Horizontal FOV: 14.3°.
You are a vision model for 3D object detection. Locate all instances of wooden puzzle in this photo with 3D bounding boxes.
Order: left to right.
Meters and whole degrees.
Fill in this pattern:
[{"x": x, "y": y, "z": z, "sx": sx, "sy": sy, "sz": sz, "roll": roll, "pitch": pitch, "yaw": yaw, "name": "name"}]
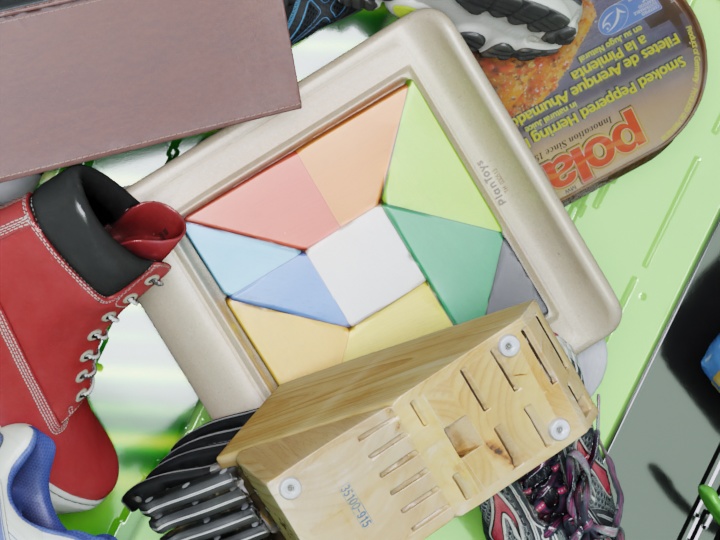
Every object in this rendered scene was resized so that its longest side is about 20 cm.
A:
[{"x": 0.000, "y": 0.000, "z": 1.383, "sx": 0.200, "sy": 0.037, "sz": 0.185, "roll": -31, "pitch": 97, "yaw": 1, "name": "wooden puzzle"}]

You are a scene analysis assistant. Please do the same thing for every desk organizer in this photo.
[{"x": -0.133, "y": -0.094, "z": 1.324, "sx": 0.200, "sy": 0.072, "sz": 0.077, "roll": -15, "pitch": 106, "yaw": -18, "name": "desk organizer"}]

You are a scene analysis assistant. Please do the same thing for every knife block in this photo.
[{"x": -0.009, "y": 0.081, "z": 1.334, "sx": 0.200, "sy": 0.176, "sz": 0.064, "roll": -33, "pitch": 106, "yaw": -8, "name": "knife block"}]

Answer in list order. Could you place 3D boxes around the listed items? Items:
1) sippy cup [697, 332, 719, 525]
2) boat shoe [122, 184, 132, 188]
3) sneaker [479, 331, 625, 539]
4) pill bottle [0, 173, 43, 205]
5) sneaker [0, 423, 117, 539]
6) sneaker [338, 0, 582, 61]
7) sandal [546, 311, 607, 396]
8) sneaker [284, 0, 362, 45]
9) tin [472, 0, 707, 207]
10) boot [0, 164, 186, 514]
[{"x": 0.247, "y": 0.054, "z": 1.440, "sx": 0.130, "sy": 0.140, "sz": 0.178, "roll": 41, "pitch": 48, "yaw": 6, "name": "sippy cup"}, {"x": -0.042, "y": -0.003, "z": 1.435, "sx": 0.200, "sy": 0.069, "sz": 0.071, "roll": 11, "pitch": 89, "yaw": -6, "name": "boat shoe"}, {"x": 0.093, "y": 0.103, "z": 1.390, "sx": 0.081, "sy": 0.075, "sz": 0.200, "roll": -30, "pitch": 138, "yaw": -2, "name": "sneaker"}, {"x": -0.191, "y": -0.100, "z": 1.398, "sx": 0.111, "sy": 0.111, "sz": 0.200, "roll": 25, "pitch": 88, "yaw": -5, "name": "pill bottle"}, {"x": -0.143, "y": 0.162, "z": 1.317, "sx": 0.088, "sy": 0.075, "sz": 0.200, "roll": -32, "pitch": 75, "yaw": 9, "name": "sneaker"}, {"x": 0.021, "y": -0.170, "z": 1.394, "sx": 0.200, "sy": 0.077, "sz": 0.085, "roll": 25, "pitch": 55, "yaw": -26, "name": "sneaker"}, {"x": 0.030, "y": 0.081, "z": 1.448, "sx": 0.206, "sy": 0.059, "sz": 0.079, "roll": -30, "pitch": 110, "yaw": 0, "name": "sandal"}, {"x": -0.028, "y": -0.149, "z": 1.428, "sx": 0.200, "sy": 0.082, "sz": 0.073, "roll": -43, "pitch": 93, "yaw": -5, "name": "sneaker"}, {"x": 0.080, "y": -0.081, "z": 1.444, "sx": 0.200, "sy": 0.042, "sz": 0.112, "roll": -28, "pitch": 75, "yaw": -11, "name": "tin"}, {"x": -0.129, "y": 0.034, "z": 1.372, "sx": 0.144, "sy": 0.073, "sz": 0.200, "roll": -22, "pitch": 136, "yaw": 11, "name": "boot"}]
